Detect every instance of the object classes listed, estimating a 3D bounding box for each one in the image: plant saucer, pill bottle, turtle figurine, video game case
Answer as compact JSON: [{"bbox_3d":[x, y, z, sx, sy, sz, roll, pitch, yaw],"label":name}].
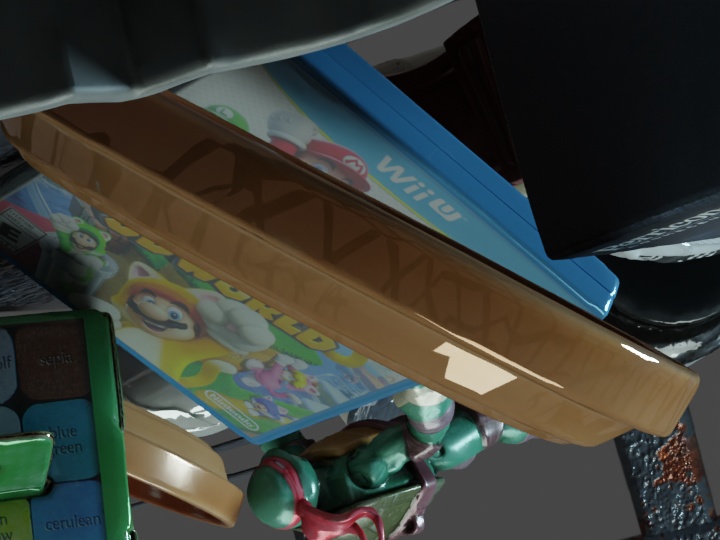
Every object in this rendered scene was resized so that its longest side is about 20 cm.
[{"bbox_3d":[-0.144,0.064,1.071,0.199,0.032,0.200,21,171,3],"label":"plant saucer"},{"bbox_3d":[0.132,-0.006,1.139,0.111,0.112,0.200,-15,173,-3],"label":"pill bottle"},{"bbox_3d":[0.001,0.078,1.119,0.149,0.101,0.199,0,-176,41],"label":"turtle figurine"},{"bbox_3d":[-0.030,-0.007,0.798,0.200,0.143,0.018,-24,-146,50],"label":"video game case"},{"bbox_3d":[-0.009,-0.007,0.612,0.200,0.032,0.200,27,-178,-1],"label":"plant saucer"}]

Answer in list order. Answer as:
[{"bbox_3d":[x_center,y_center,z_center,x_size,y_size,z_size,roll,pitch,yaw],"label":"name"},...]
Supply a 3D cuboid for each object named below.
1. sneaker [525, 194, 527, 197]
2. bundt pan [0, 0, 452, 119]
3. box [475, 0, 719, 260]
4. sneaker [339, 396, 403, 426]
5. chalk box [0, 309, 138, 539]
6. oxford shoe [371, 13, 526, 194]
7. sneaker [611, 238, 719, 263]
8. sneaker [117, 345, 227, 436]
[{"bbox_3d":[0.000,0.000,1.007,0.199,0.087,0.080,-20,173,29],"label":"sneaker"},{"bbox_3d":[-0.031,-0.083,0.335,0.201,0.076,0.202,-15,174,-2],"label":"bundt pan"},{"bbox_3d":[0.150,-0.080,0.619,0.199,0.108,0.148,-7,170,-43],"label":"box"},{"bbox_3d":[0.031,0.014,1.327,0.200,0.082,0.070,-31,151,-48],"label":"sneaker"},{"bbox_3d":[-0.149,0.086,0.854,0.124,0.125,0.200,-5,171,-14],"label":"chalk box"},{"bbox_3d":[0.032,-0.044,0.817,0.199,0.071,0.075,-19,179,42],"label":"oxford shoe"},{"bbox_3d":[0.193,-0.050,0.984,0.199,0.076,0.115,-16,-170,-27],"label":"sneaker"},{"bbox_3d":[-0.038,0.020,1.194,0.199,0.078,0.099,-21,167,-17],"label":"sneaker"}]
